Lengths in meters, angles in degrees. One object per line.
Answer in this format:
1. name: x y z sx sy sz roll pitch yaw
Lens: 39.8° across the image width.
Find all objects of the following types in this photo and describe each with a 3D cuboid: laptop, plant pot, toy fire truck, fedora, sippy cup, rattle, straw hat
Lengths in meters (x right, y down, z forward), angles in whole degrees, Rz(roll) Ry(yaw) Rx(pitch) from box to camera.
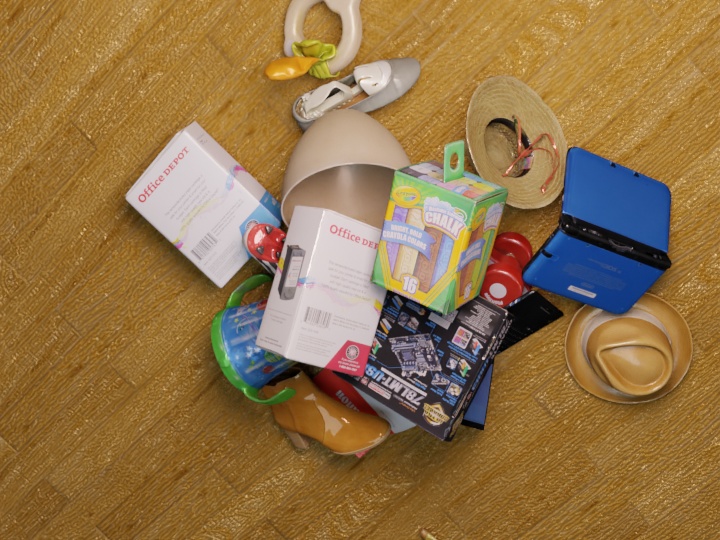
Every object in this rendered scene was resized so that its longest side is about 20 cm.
1. laptop: 0.216 0.137 1.470 0.198 0.177 0.105 -32 66 15
2. plant pot: -0.018 -0.147 1.409 0.196 0.137 0.201 -5 150 -3
3. toy fire truck: 0.154 0.005 1.488 0.199 0.113 0.168 35 127 -6
4. fedora: 0.410 0.129 1.508 0.196 0.082 0.205 2 108 5
5. sippy cup: -0.139 0.101 1.516 0.129 0.140 0.180 -23 100 21
6. rattle: -0.063 -0.366 1.353 0.130 0.141 0.202 46 123 33
7. straw hat: 0.199 -0.169 1.420 0.085 0.201 0.203 -16 113 53

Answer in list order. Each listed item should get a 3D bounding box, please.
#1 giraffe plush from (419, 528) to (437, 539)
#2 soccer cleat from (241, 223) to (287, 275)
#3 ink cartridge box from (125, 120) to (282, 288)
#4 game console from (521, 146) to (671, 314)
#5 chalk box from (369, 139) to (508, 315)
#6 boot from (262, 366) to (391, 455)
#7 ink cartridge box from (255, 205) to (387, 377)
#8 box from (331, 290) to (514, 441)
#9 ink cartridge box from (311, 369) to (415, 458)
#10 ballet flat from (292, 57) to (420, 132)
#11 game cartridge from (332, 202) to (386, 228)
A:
1. giraffe plush: 0.085 0.550 1.641 0.198 0.163 0.174 -30 104 15
2. soccer cleat: -0.087 -0.006 1.445 0.198 0.085 0.070 30 79 -21
3. ink cartridge box: -0.231 -0.101 1.493 0.200 0.085 0.144 43 107 -11
4. game console: 0.341 -0.053 1.434 0.197 0.120 0.172 18 129 -23
5. chalk box: 0.110 -0.067 1.306 0.122 0.124 0.204 24 113 24
6. boot: -0.061 0.215 1.566 0.198 0.071 0.146 -8 122 31
7. ink cartridge box: -0.043 0.030 1.362 0.146 0.085 0.204 19 84 -39
8. box: 0.087 0.105 1.407 0.198 0.050 0.201 27 92 24
9. ink cartridge box: 0.019 0.198 1.589 0.199 0.047 0.160 -40 101 15
10. ballet flat: -0.009 -0.257 1.422 0.197 0.068 0.064 -25 149 15
11. game cartridge: 0.000 0.000 1.491 0.130 0.040 0.205 -5 84 11
